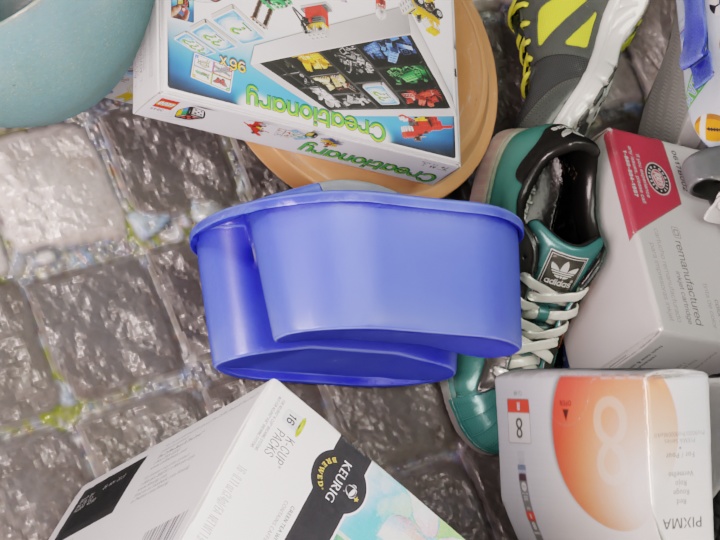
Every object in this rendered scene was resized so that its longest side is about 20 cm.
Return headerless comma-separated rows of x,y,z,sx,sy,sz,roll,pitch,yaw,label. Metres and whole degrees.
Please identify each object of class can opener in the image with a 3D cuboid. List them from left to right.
0.287,-0.041,1.791,0.200,0.053,0.067,12,52,-37,can opener

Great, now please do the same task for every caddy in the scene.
0.000,0.000,1.634,0.200,0.141,0.105,6,73,-34,caddy

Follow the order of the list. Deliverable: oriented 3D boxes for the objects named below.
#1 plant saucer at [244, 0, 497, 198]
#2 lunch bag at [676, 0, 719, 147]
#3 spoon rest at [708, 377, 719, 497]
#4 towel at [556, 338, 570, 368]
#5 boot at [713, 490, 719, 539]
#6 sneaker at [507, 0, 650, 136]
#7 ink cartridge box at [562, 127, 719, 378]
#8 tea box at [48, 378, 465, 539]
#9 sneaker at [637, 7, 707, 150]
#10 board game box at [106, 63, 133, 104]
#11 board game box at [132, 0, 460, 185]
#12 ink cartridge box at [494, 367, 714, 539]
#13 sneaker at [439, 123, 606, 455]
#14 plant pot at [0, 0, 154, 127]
0.000,-0.130,1.711,0.200,0.032,0.201,14,64,-31,plant saucer
0.270,-0.149,1.843,0.160,0.076,0.200,18,51,-29,lunch bag
0.200,0.083,1.693,0.099,0.200,0.061,54,15,-8,spoon rest
0.176,0.128,1.785,0.145,0.024,0.200,16,64,-32,towel
0.243,0.173,1.759,0.132,0.070,0.200,42,72,-47,boot
0.124,-0.143,1.837,0.085,0.074,0.200,25,61,5,sneaker
0.215,0.007,1.797,0.200,0.086,0.148,9,56,-36,ink cartridge box
-0.051,0.188,1.480,0.197,0.200,0.134,40,53,-15,tea box
0.253,-0.111,1.902,0.116,0.074,0.200,33,54,-17,sneaker
-0.068,-0.150,1.714,0.200,0.034,0.135,12,65,-31,board game box
-0.035,-0.130,1.644,0.200,0.035,0.126,13,64,-30,board game box
0.135,0.155,1.627,0.050,0.162,0.200,2,87,-28,ink cartridge box
0.098,0.010,1.716,0.071,0.080,0.200,11,83,-29,sneaker
-0.188,-0.153,1.552,0.135,0.200,0.200,59,39,-49,plant pot
